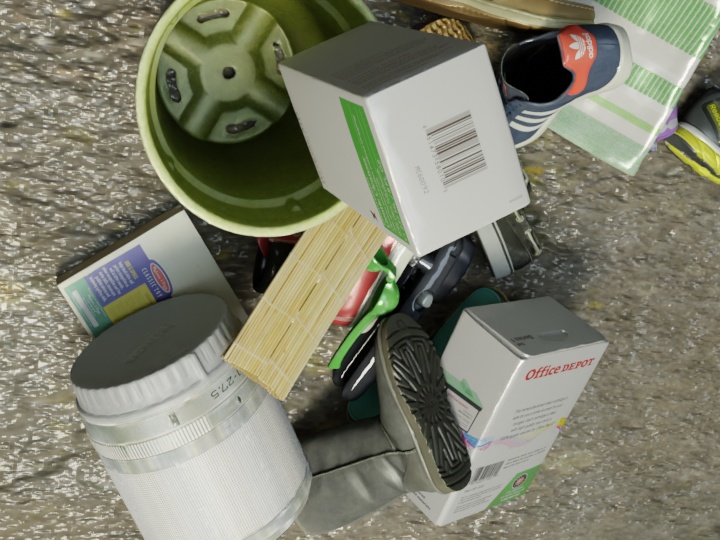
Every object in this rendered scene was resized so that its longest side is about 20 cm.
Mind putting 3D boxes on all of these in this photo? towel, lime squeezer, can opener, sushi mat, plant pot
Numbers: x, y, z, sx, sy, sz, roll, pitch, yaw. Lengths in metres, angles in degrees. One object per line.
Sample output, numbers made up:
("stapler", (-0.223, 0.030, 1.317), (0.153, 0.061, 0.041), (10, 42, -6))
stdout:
("towel", (0.231, -0.206, 0.959), (0.152, 0.023, 0.201), (30, 120, 9))
("lime squeezer", (0.000, 0.000, 0.951), (0.070, 0.038, 0.202), (7, 120, 20))
("can opener", (0.039, 0.042, 1.021), (0.078, 0.063, 0.201), (34, 94, -25))
("sushi mat", (-0.035, 0.007, 0.869), (0.201, 0.012, 0.096), (-58, 141, -12))
("plant pot", (-0.092, -0.149, 0.850), (0.198, 0.184, 0.202), (-6, 109, -18))

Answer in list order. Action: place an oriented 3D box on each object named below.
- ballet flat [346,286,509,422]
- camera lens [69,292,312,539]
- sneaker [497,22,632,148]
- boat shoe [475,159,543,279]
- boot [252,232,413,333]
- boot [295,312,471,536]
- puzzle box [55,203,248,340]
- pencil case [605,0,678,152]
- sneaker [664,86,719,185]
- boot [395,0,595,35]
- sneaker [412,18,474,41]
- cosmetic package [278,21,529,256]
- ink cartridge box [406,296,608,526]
("ballet flat", (0.076, 0.098, 1.056), (0.200, 0.071, 0.071), (-41, 115, -1))
("camera lens", (-0.142, 0.142, 0.911), (0.159, 0.160, 0.201), (-26, 113, -9))
("sneaker", (0.142, -0.162, 0.925), (0.084, 0.200, 0.076), (-5, 75, -32))
("boat shoe", (0.126, -0.079, 0.991), (0.063, 0.071, 0.201), (-23, 133, 4))
("boot", (-0.017, -0.053, 0.971), (0.143, 0.072, 0.201), (23, 102, -22))
("boot", (-0.005, 0.150, 0.996), (0.072, 0.199, 0.184), (-9, 81, -46))
("puzzle box", (-0.172, 0.055, 0.975), (0.132, 0.025, 0.201), (-30, 114, -7))
("pencil case", (0.254, -0.218, 1.006), (0.085, 0.084, 0.202), (-7, 109, 8))
("sneaker", (0.409, -0.114, 1.090), (0.199, 0.074, 0.085), (31, 95, -24))
("boot", (0.124, -0.294, 0.919), (0.198, 0.073, 0.157), (15, 96, 2))
("sneaker", (0.026, -0.159, 0.953), (0.200, 0.090, 0.075), (-44, 110, -31))
("cosmetic package", (0.022, -0.095, 0.695), (0.084, 0.200, 0.108), (-25, 111, -11))
("ink cartridge box", (0.132, 0.132, 1.017), (0.144, 0.084, 0.201), (-6, 127, -45))
